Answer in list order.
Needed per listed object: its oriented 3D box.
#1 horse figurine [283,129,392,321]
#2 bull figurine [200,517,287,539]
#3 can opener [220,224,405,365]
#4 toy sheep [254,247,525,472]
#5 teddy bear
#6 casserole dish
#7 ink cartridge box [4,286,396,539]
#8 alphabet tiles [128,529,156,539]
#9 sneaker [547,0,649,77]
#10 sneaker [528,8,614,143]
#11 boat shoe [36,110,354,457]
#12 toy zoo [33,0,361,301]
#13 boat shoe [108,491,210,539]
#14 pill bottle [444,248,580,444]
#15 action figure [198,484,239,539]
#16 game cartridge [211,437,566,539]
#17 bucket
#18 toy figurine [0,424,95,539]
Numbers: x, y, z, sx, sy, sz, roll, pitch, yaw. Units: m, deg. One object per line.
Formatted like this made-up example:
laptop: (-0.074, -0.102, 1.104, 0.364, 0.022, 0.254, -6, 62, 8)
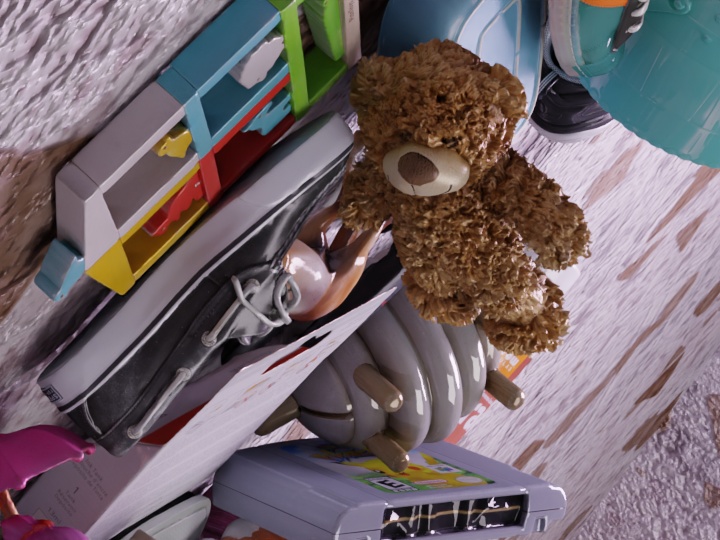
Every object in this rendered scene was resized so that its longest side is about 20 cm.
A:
horse figurine: (-0.034, -0.015, 1.267, 0.133, 0.050, 0.200, -60, 161, 16)
bull figurine: (-0.042, 0.189, 1.460, 0.065, 0.122, 0.200, -28, -171, 24)
can opener: (0.000, 0.000, 1.381, 0.200, 0.063, 0.079, -48, 167, -2)
toy sheep: (0.019, 0.053, 1.447, 0.200, 0.138, 0.138, -23, 156, -26)
teddy bear: (0.048, -0.025, 1.179, 0.067, 0.145, 0.200, -45, 161, -24)
casserole dish: (0.058, -0.111, 1.226, 0.121, 0.039, 0.200, -47, 157, -28)
ink cartridge box: (-0.090, 0.074, 1.285, 0.162, 0.057, 0.200, -28, 161, -53)
alphabet tiles: (-0.118, 0.234, 1.220, 0.167, 0.200, 0.008, -49, 129, -15)
sneaker: (0.137, -0.171, 1.181, 0.200, 0.080, 0.072, 83, 14, -52)
sneaker: (0.179, -0.165, 1.448, 0.200, 0.075, 0.114, -46, 169, 0)
boat shoe: (-0.067, 0.009, 1.144, 0.199, 0.068, 0.074, -46, -169, -7)
toy zoo: (-0.076, -0.062, 1.066, 0.200, 0.020, 0.131, -45, 166, -12)
boat shoe: (-0.169, 0.175, 1.350, 0.200, 0.060, 0.076, -31, 146, -45)
pill bottle: (0.052, 0.048, 1.572, 0.200, 0.112, 0.112, -48, 166, -2)
action figure: (-0.112, 0.191, 1.560, 0.134, 0.149, 0.200, -23, -163, 22)
game cartridge: (0.014, 0.135, 1.434, 0.200, 0.133, 0.041, -1, 99, -43)
bucket: (0.215, -0.166, 1.317, 0.207, 0.207, 0.135, -36, 164, -41)
toy figurine: (-0.147, 0.164, 1.144, 0.150, 0.200, 0.184, -32, 131, -10)
